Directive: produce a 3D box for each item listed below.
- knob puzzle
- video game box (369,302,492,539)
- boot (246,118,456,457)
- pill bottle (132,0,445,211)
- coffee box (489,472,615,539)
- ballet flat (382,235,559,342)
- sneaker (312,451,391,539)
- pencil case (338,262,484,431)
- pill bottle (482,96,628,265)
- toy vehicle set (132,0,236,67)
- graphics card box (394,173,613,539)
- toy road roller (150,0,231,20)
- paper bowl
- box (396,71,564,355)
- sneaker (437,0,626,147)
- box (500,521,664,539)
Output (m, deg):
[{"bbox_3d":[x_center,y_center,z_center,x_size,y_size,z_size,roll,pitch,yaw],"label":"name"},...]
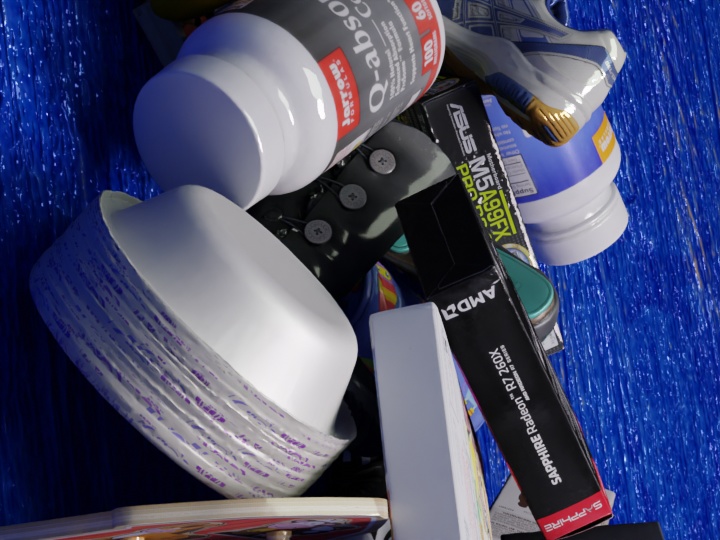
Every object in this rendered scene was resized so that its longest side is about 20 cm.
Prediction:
[{"bbox_3d":[-0.074,0.150,1.419,0.219,0.218,0.031,17,66,-59],"label":"knob puzzle"},{"bbox_3d":[0.048,0.150,1.485,0.183,0.046,0.201,67,14,-54],"label":"video game box"},{"bbox_3d":[-0.001,-0.001,1.631,0.165,0.066,0.200,38,53,3],"label":"boot"},{"bbox_3d":[-0.043,-0.115,1.570,0.200,0.115,0.117,-41,116,-47],"label":"pill bottle"},{"bbox_3d":[0.105,0.238,1.798,0.200,0.079,0.114,-53,157,-54],"label":"coffee box"},{"bbox_3d":[0.049,-0.011,1.715,0.200,0.073,0.073,39,19,22],"label":"ballet flat"},{"bbox_3d":[-0.011,0.148,1.682,0.200,0.073,0.113,40,42,-60],"label":"sneaker"},{"bbox_3d":[0.014,0.054,1.746,0.200,0.087,0.078,41,21,-51],"label":"pencil case"},{"bbox_3d":[0.134,-0.108,1.991,0.201,0.111,0.112,62,32,-26],"label":"pill bottle"},{"bbox_3d":[-0.053,-0.160,1.684,0.200,0.026,0.125,-44,107,-45],"label":"toy vehicle set"},{"bbox_3d":[0.088,0.054,1.588,0.126,0.051,0.201,-106,171,-59],"label":"graphics card box"},{"bbox_3d":[-0.072,-0.232,1.596,0.199,0.123,0.147,-2,78,-38],"label":"toy road roller"},{"bbox_3d":[-0.080,0.032,1.453,0.201,0.104,0.201,43,8,-7],"label":"paper bowl"},{"bbox_3d":[0.067,-0.041,1.815,0.160,0.044,0.201,-153,-138,-71],"label":"box"},{"bbox_3d":[0.098,-0.163,1.752,0.088,0.200,0.075,-47,147,-6],"label":"sneaker"},{"bbox_3d":[0.144,0.271,1.539,0.200,0.103,0.184,-90,174,-75],"label":"box"}]
